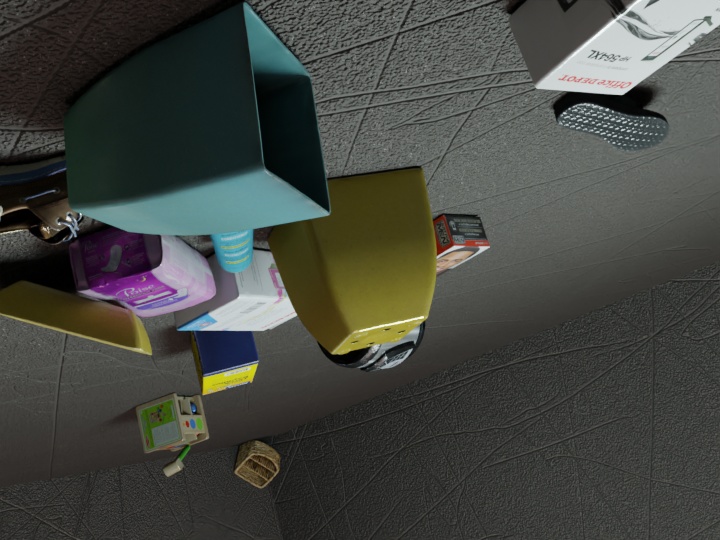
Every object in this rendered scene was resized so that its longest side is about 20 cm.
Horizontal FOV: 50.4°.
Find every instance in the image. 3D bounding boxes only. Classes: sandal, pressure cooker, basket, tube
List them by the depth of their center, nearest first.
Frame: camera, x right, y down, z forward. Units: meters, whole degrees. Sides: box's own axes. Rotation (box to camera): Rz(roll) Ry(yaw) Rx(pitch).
[{"bbox_3d":[-0.168,-0.060,0.989,0.076,0.051,0.201,-21,160,-13],"label":"tube"},{"bbox_3d":[0.339,-0.208,1.018,0.198,0.049,0.075,11,152,-34],"label":"sandal"},{"bbox_3d":[0.030,0.097,1.482,0.174,0.181,0.199,22,-169,36],"label":"pressure cooker"},{"bbox_3d":[-0.481,0.923,3.650,0.142,0.150,0.200,-25,128,30],"label":"basket"}]

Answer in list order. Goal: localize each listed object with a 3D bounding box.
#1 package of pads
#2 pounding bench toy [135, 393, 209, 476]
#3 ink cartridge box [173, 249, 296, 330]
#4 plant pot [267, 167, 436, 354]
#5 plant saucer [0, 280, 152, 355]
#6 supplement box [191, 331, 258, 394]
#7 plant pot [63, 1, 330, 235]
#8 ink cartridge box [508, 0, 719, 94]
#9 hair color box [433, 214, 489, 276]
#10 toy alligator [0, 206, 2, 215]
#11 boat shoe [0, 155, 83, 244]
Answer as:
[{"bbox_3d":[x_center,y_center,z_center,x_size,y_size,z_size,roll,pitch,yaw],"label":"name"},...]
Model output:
[{"bbox_3d":[-0.280,0.002,1.011,0.119,0.077,0.200,-19,164,4],"label":"package of pads"},{"bbox_3d":[-0.495,0.450,2.074,0.123,0.203,0.156,-21,163,14],"label":"pounding bench toy"},{"bbox_3d":[-0.178,0.034,1.211,0.143,0.086,0.199,-26,161,31],"label":"ink cartridge box"},{"bbox_3d":[0.000,0.000,1.067,0.192,0.203,0.196,-10,162,-21],"label":"plant pot"},{"bbox_3d":[-0.372,0.062,1.015,0.197,0.049,0.200,17,170,-10],"label":"plant saucer"},{"bbox_3d":[-0.269,0.162,1.500,0.108,0.110,0.200,-12,164,-16],"label":"supplement box"},{"bbox_3d":[-0.149,-0.107,0.671,0.197,0.144,0.141,-14,166,17],"label":"plant pot"},{"bbox_3d":[0.258,-0.251,0.698,0.144,0.085,0.200,-6,160,-35],"label":"ink cartridge box"},{"bbox_3d":[0.119,-0.028,1.355,0.101,0.062,0.199,-1,157,-42],"label":"hair color box"},{"bbox_3d":[-0.350,-0.098,0.622,0.054,0.060,0.201,24,153,7],"label":"toy alligator"},{"bbox_3d":[-0.309,-0.064,0.759,0.197,0.073,0.072,-11,164,-21],"label":"boat shoe"}]
